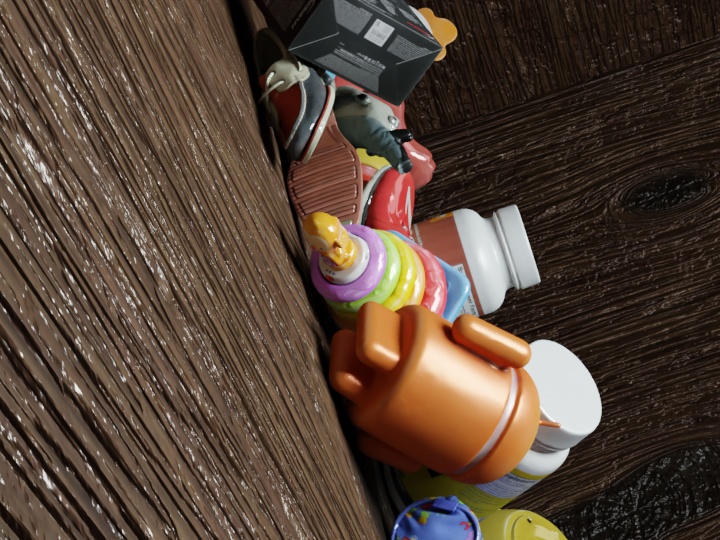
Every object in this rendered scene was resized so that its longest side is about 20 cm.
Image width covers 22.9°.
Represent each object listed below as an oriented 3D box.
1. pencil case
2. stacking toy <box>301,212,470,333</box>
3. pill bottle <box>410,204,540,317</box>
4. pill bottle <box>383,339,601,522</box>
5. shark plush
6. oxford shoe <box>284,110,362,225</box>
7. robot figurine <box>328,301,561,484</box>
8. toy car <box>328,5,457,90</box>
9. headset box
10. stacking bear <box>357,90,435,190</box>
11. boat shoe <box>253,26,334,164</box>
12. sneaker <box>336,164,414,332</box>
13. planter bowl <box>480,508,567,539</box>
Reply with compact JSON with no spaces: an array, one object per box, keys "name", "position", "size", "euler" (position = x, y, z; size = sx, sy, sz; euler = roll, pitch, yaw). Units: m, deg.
[{"name":"pencil case","position":[0.081,0.261,1.593],"size":[0.200,0.077,0.088],"euler":[65,38,-64]},{"name":"stacking toy","position":[0.000,0.000,1.524],"size":[0.116,0.110,0.200],"euler":[33,-5,31]},{"name":"pill bottle","position":[0.080,0.002,1.842],"size":[0.112,0.198,0.113],"euler":[-18,90,-86]},{"name":"pill bottle","position":[0.121,0.153,1.631],"size":[0.114,0.200,0.115],"euler":[25,44,-27]},{"name":"shark plush","position":[0.004,-0.124,1.720],"size":[0.091,0.084,0.200],"euler":[24,6,-46]},{"name":"oxford shoe","position":[-0.032,-0.085,1.657],"size":[0.074,0.070,0.201],"euler":[75,2,-47]},{"name":"robot figurine","position":[0.067,0.106,1.492],"size":[0.199,0.145,0.116],"euler":[30,-5,-20]},{"name":"toy car","position":[0.017,-0.234,2.014],"size":[0.185,0.198,0.178],"euler":[66,7,-51]},{"name":"headset box","position":[-0.032,-0.259,1.671],"size":[0.148,0.075,0.200],"euler":[22,24,-41]},{"name":"stacking bear","position":[0.000,-0.082,1.797],"size":[0.122,0.113,0.200],"euler":[60,20,-23]},{"name":"boat shoe","position":[-0.065,-0.162,1.609],"size":[0.062,0.071,0.201],"euler":[25,27,-18]},{"name":"sneaker","position":[0.038,-0.004,1.667],"size":[0.077,0.084,0.202],"euler":[34,57,-51]},{"name":"planter bowl","position":[0.157,0.299,1.751],"size":[0.199,0.083,0.201],"euler":[30,37,-25]}]
